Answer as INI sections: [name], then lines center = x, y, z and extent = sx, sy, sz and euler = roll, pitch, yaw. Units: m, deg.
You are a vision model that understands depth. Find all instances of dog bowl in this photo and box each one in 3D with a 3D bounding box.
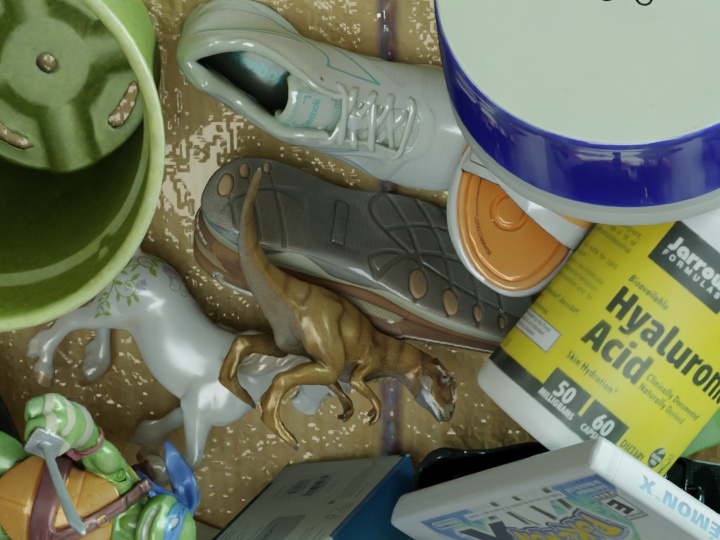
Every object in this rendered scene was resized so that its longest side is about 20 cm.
[dog bowl]
center = 0.137, -0.128, 1.435
extent = 0.199, 0.079, 0.201
euler = -4, 62, 7

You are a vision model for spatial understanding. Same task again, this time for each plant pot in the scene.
[plant pot]
center = -0.185, -0.092, 1.493
extent = 0.199, 0.184, 0.202
euler = 2, 108, 6

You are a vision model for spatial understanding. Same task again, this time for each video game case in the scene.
[video game case]
center = 0.136, 0.156, 1.488
extent = 0.182, 0.022, 0.200
euler = 34, 153, -19

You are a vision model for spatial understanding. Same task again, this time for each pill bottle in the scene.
[pill bottle]
center = 0.162, 0.015, 1.479
extent = 0.111, 0.111, 0.200
euler = 38, 92, -5

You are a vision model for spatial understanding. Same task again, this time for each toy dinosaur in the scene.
[toy dinosaur]
center = -0.032, 0.029, 1.514
extent = 0.200, 0.060, 0.106
euler = 38, 93, -35

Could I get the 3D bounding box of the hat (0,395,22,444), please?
[hat]
center = -0.281, 0.106, 1.620
extent = 0.199, 0.081, 0.202
euler = 2, 103, 7

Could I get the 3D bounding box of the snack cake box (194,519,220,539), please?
[snack cake box]
center = -0.143, 0.237, 1.649
extent = 0.114, 0.067, 0.201
euler = 24, 109, 0

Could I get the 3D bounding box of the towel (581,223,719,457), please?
[towel]
center = 0.197, -0.008, 1.556
extent = 0.148, 0.031, 0.201
euler = -21, 105, 15

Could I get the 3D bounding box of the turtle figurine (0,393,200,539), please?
[turtle figurine]
center = -0.196, 0.129, 1.489
extent = 0.193, 0.200, 0.145
euler = 16, 137, 19

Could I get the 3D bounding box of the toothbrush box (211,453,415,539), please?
[toothbrush box]
center = -0.011, 0.224, 1.580
extent = 0.085, 0.146, 0.201
euler = -8, 107, 27

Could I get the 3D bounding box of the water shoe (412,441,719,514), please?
[water shoe]
center = 0.126, 0.132, 1.557
extent = 0.199, 0.079, 0.072
euler = -2, 69, 16

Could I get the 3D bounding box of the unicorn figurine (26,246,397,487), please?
[unicorn figurine]
center = -0.094, 0.053, 1.583
extent = 0.200, 0.074, 0.137
euler = 42, 112, -9

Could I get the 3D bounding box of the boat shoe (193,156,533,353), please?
[boat shoe]
center = 0.000, 0.000, 1.564
extent = 0.199, 0.076, 0.072
euler = 23, 140, -9

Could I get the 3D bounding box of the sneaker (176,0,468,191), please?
[sneaker]
center = -0.009, -0.085, 1.528
extent = 0.199, 0.080, 0.071
euler = 19, 107, 0

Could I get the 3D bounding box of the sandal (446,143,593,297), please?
[sandal]
center = 0.113, -0.085, 1.489
extent = 0.079, 0.059, 0.208
euler = 30, 90, -1
